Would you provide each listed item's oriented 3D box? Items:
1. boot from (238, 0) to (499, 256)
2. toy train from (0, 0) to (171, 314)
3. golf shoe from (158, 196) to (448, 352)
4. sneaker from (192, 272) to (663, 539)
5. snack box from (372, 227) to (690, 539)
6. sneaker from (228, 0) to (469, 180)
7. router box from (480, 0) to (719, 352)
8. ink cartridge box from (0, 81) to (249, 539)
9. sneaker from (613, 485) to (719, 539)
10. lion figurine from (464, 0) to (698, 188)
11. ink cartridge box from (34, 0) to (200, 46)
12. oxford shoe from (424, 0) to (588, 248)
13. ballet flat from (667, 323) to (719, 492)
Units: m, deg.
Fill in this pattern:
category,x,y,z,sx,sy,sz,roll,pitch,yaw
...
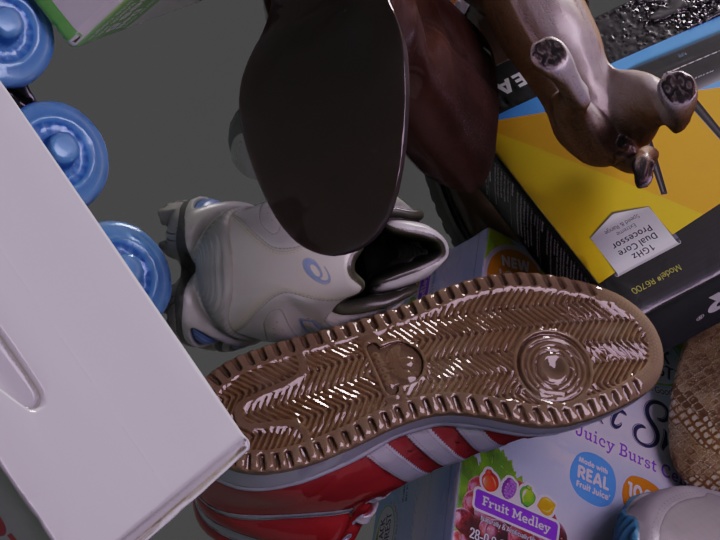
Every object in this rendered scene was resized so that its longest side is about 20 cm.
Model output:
category,x,y,z,sx,sy,sz,roll,pitch,yaw
boot,0.016,-0.061,0.833,0.200,0.064,0.187,46,35,-61
toy train,-0.157,-0.025,0.801,0.114,0.087,0.200,-24,87,-35
golf shoe,0.000,0.000,0.878,0.200,0.097,0.079,-15,102,-64
sneaker,0.022,0.065,0.861,0.200,0.113,0.071,-10,62,-16
snack box,0.106,0.098,0.965,0.200,0.068,0.169,28,55,-29
sneaker,-0.010,-0.115,0.977,0.077,0.078,0.200,31,52,9
router box,0.162,-0.061,0.946,0.200,0.051,0.149,-27,59,-14
ink cartridge box,-0.152,0.048,0.685,0.084,0.200,0.145,-38,95,-43
sneaker,0.197,0.139,0.922,0.200,0.081,0.077,20,63,-30
lion figurine,0.086,-0.103,0.895,0.072,0.123,0.200,-16,69,-2
ink cartridge box,-0.095,-0.188,0.873,0.146,0.084,0.200,51,25,1
oxford shoe,0.078,-0.091,1.023,0.073,0.084,0.200,22,58,-32
ballet flat,0.202,0.012,0.962,0.070,0.065,0.200,33,67,-22
